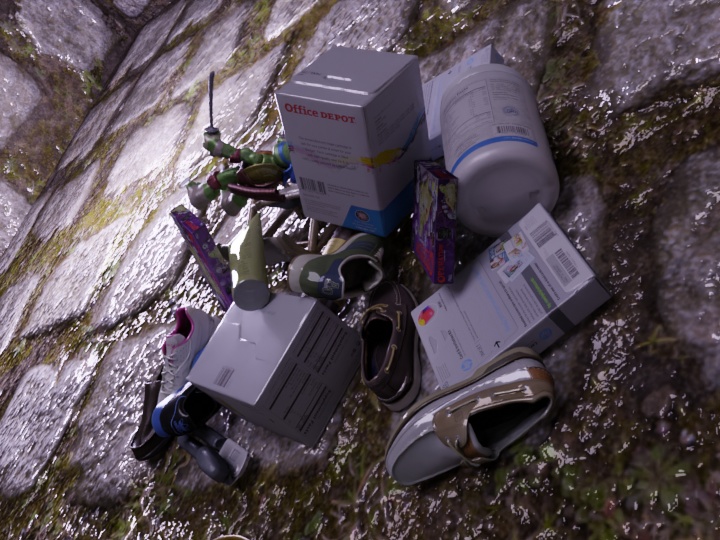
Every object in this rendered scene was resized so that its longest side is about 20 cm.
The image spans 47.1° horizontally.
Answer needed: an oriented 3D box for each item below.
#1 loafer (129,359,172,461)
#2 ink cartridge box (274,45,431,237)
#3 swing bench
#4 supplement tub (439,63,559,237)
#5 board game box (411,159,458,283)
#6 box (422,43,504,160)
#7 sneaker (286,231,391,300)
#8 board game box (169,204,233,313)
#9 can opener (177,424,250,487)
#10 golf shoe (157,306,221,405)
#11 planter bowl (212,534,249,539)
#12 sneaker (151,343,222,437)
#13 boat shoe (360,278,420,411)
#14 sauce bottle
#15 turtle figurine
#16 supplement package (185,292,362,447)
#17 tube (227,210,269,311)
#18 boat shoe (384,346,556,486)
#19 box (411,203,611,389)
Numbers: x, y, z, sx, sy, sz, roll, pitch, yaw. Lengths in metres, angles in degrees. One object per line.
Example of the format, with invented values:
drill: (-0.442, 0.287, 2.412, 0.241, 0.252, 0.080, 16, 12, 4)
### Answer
loafer: (-0.325, 0.207, 1.331, 0.073, 0.071, 0.201, -14, 46, 44)
ink cartridge box: (-0.002, -0.180, 1.138, 0.146, 0.201, 0.146, 16, 46, 31)
swing bench: (-0.104, -0.091, 1.318, 0.198, 0.129, 0.202, -3, 59, 50)
supplement tub: (0.167, -0.151, 1.025, 0.131, 0.132, 0.201, -32, 34, 26)
board game box: (0.088, -0.066, 1.009, 0.032, 0.122, 0.200, -4, 13, -3)
box: (0.125, -0.240, 1.262, 0.199, 0.041, 0.157, -26, 39, 36)
sneaker: (0.000, 0.000, 1.082, 0.089, 0.199, 0.068, 15, 111, 35)
board game box: (-0.228, 0.000, 1.291, 0.032, 0.201, 0.120, -35, 32, -19)
can opener: (-0.211, 0.247, 1.156, 0.053, 0.066, 0.199, -57, 27, -12)
golf shoe: (-0.281, 0.148, 1.271, 0.075, 0.092, 0.202, -2, 59, 34)
planter bowl: (-0.143, 0.397, 0.883, 0.199, 0.083, 0.202, -32, 35, 26)
sneaker: (-0.221, 0.169, 1.219, 0.077, 0.071, 0.200, -12, 29, 36)
boat shoe: (0.032, 0.078, 1.023, 0.072, 0.059, 0.201, -33, 35, 27)
sauce bottle: (-0.021, -0.022, 1.195, 0.064, 0.065, 0.201, -1, 54, 51)
turtle figurine: (-0.175, -0.178, 1.243, 0.193, 0.201, 0.144, -33, 5, 36)
supplement package: (-0.114, 0.124, 1.111, 0.199, 0.111, 0.157, 5, 59, 54)
tube: (-0.160, -0.016, 1.175, 0.057, 0.052, 0.201, -9, 31, -7)
boat shoe: (0.106, 0.158, 0.829, 0.200, 0.075, 0.069, -41, 27, 13)
box: (0.157, 0.038, 0.910, 0.200, 0.041, 0.156, -41, 31, 13)
